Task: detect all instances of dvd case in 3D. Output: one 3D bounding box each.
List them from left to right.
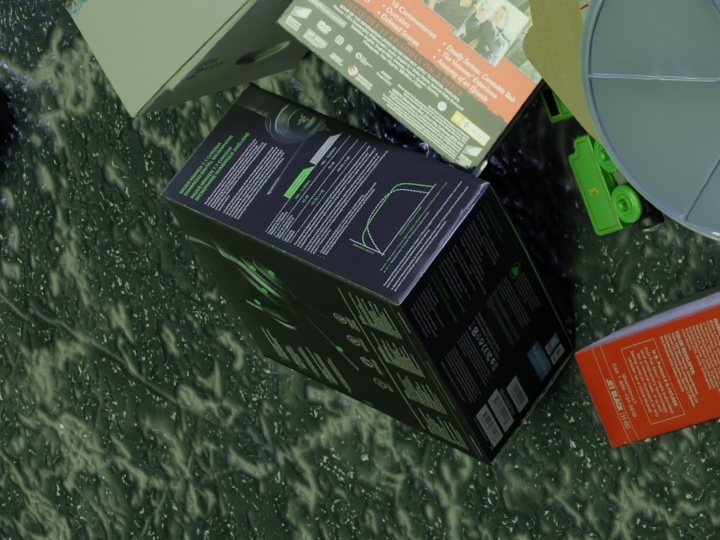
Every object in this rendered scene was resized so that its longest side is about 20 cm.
[{"bbox_3d":[0.065,-0.172,1.622,0.146,0.022,0.200,38,108,9],"label":"dvd case"}]

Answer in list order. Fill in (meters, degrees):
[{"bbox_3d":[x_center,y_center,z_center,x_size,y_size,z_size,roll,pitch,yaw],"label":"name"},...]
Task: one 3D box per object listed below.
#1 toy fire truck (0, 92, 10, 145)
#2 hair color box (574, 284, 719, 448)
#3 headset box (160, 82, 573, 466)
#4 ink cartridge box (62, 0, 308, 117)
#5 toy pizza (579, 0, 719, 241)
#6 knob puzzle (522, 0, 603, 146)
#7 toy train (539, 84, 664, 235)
[{"bbox_3d":[-0.346,-0.079,2.071,0.176,0.128,0.200,43,121,23],"label":"toy fire truck"},{"bbox_3d":[0.222,0.032,1.572,0.200,0.101,0.061,-22,91,46],"label":"hair color box"},{"bbox_3d":[0.000,0.000,1.721,0.200,0.093,0.174,24,157,36],"label":"headset box"},{"bbox_3d":[-0.098,-0.221,1.743,0.145,0.147,0.200,-41,77,44],"label":"ink cartridge box"},{"bbox_3d":[0.212,-0.103,1.538,0.199,0.032,0.201,9,120,16],"label":"toy pizza"},{"bbox_3d":[0.183,-0.131,1.571,0.219,0.030,0.220,8,118,16],"label":"knob puzzle"},{"bbox_3d":[0.122,-0.114,1.655,0.056,0.042,0.201,-18,93,56],"label":"toy train"}]
